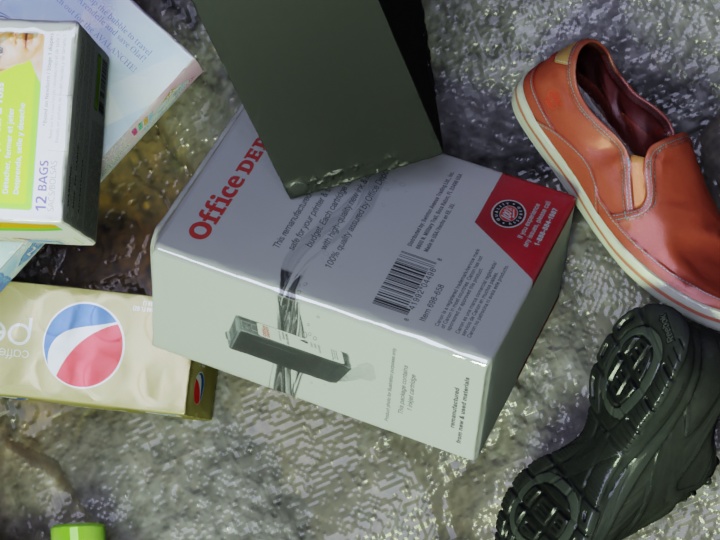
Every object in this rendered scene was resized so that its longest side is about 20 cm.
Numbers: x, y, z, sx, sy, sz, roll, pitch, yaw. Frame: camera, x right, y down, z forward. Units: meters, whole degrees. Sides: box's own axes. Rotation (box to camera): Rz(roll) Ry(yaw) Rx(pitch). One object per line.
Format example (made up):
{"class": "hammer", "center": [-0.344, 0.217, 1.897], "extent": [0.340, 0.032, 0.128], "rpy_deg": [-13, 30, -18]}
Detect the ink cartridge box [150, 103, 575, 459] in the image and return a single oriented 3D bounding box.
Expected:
{"class": "ink cartridge box", "center": [0.000, 0.000, 1.511], "extent": [0.199, 0.084, 0.145], "rpy_deg": [19, 46, 13]}

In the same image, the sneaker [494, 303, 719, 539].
{"class": "sneaker", "center": [0.149, 0.114, 1.506], "extent": [0.200, 0.090, 0.076], "rpy_deg": [-57, 40, 23]}

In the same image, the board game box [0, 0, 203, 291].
{"class": "board game box", "center": [-0.229, -0.111, 1.562], "extent": [0.200, 0.043, 0.199], "rpy_deg": [43, 90, 8]}

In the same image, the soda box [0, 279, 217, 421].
{"class": "soda box", "center": [-0.184, 0.043, 1.591], "extent": [0.199, 0.064, 0.068], "rpy_deg": [6, 86, 12]}

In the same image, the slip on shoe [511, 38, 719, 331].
{"class": "slip on shoe", "center": [0.163, -0.046, 1.517], "extent": [0.200, 0.074, 0.061], "rpy_deg": [53, 130, 15]}

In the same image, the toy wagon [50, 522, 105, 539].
{"class": "toy wagon", "center": [-0.171, 0.225, 1.582], "extent": [0.199, 0.040, 0.156], "rpy_deg": [-4, 84, 11]}

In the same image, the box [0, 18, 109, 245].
{"class": "box", "center": [-0.245, -0.077, 1.487], "extent": [0.199, 0.101, 0.113], "rpy_deg": [4, 84, 5]}

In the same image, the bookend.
{"class": "bookend", "center": [-0.034, -0.183, 1.474], "extent": [0.092, 0.200, 0.199], "rpy_deg": [-16, 47, 10]}
